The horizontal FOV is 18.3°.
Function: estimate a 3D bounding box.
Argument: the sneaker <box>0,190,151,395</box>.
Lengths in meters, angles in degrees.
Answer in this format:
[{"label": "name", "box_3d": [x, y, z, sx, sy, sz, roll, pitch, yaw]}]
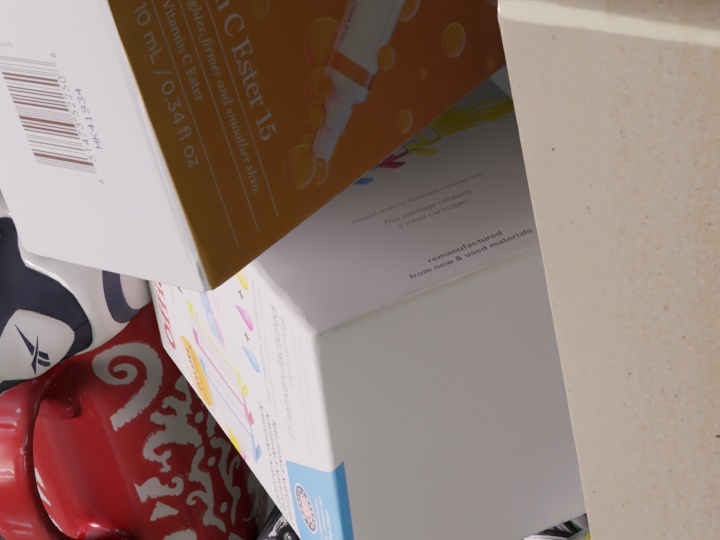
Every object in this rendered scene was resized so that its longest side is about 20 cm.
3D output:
[{"label": "sneaker", "box_3d": [-0.193, 0.002, 0.905, 0.199, 0.130, 0.080, 30, 146, 33]}]

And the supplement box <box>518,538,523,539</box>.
[{"label": "supplement box", "box_3d": [0.069, 0.164, 0.809, 0.109, 0.061, 0.200, 60, 173, -35]}]

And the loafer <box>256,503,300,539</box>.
[{"label": "loafer", "box_3d": [-0.033, 0.180, 1.122, 0.068, 0.070, 0.201, 11, 122, -1]}]

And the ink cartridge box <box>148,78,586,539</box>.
[{"label": "ink cartridge box", "box_3d": [0.000, 0.000, 0.828, 0.200, 0.125, 0.129, 47, 152, 48]}]

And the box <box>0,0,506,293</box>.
[{"label": "box", "box_3d": [-0.032, -0.101, 0.744, 0.097, 0.200, 0.124, 11, 130, 43]}]

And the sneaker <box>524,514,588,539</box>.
[{"label": "sneaker", "box_3d": [0.083, 0.148, 0.945, 0.200, 0.085, 0.078, 37, 143, 21]}]

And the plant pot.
[{"label": "plant pot", "box_3d": [0.171, -0.033, 0.599, 0.177, 0.200, 0.200, 8, 128, 30]}]

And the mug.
[{"label": "mug", "box_3d": [-0.128, 0.060, 1.035, 0.133, 0.178, 0.200, 26, 143, 35]}]

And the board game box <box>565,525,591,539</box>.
[{"label": "board game box", "box_3d": [0.180, 0.150, 0.804, 0.200, 0.134, 0.034, 56, -172, -8]}]
